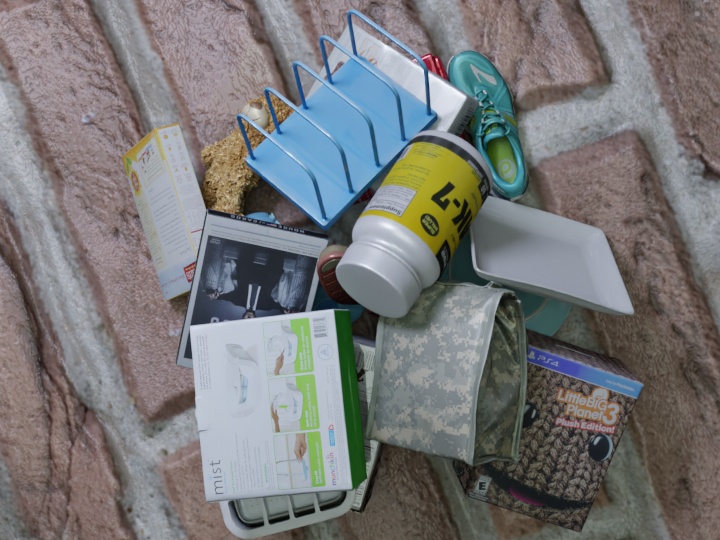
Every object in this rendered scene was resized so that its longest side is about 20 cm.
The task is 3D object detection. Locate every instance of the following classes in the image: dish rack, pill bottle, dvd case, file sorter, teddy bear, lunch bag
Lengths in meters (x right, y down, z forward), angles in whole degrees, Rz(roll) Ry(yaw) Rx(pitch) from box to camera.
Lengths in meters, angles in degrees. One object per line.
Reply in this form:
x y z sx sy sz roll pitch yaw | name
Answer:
-0.099 0.208 1.399 0.170 0.044 0.202 -17 85 13 | dish rack
0.061 -0.052 1.328 0.114 0.114 0.201 31 65 4 | pill bottle
-0.132 0.037 1.400 0.149 0.025 0.202 11 110 -8 | dvd case
-0.029 -0.181 1.355 0.138 0.123 0.200 39 75 22 | file sorter
-0.154 -0.139 1.472 0.067 0.145 0.200 35 100 -33 | teddy bear
0.104 0.109 1.338 0.163 0.117 0.202 6 90 41 | lunch bag

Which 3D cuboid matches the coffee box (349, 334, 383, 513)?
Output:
-0.004 0.189 1.462 0.079 0.113 0.202 14 92 5 | coffee box

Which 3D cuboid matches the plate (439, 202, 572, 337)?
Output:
0.176 0.005 1.461 0.198 0.026 0.203 1 75 -2 | plate

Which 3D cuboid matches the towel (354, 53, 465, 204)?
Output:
0.031 -0.176 1.490 0.198 0.022 0.146 -20 90 14 | towel

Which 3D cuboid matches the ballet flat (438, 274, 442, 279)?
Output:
0.097 -0.061 1.448 0.066 0.057 0.202 8 61 26 | ballet flat

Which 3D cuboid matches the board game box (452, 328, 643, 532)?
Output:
0.225 0.190 1.418 0.158 0.097 0.202 18 101 -10 | board game box

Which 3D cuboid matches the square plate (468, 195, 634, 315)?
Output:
0.215 -0.018 1.388 0.196 0.201 0.029 16 120 -10 | square plate

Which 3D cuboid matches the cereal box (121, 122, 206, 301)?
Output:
-0.238 -0.070 1.470 0.039 0.143 0.202 -17 90 -31 | cereal box

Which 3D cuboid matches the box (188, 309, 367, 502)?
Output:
-0.094 0.153 1.328 0.174 0.097 0.202 -8 86 11 | box

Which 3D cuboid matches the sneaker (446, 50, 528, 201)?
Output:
0.167 -0.185 1.461 0.077 0.080 0.202 -22 88 5 | sneaker

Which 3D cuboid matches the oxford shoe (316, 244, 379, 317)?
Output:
0.000 0.000 1.426 0.070 0.200 0.075 -23 63 18 | oxford shoe

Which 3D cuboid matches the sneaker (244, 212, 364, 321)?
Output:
-0.085 -0.011 1.490 0.199 0.131 0.080 31 106 -32 | sneaker

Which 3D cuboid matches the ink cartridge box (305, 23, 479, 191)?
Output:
0.027 -0.194 1.466 0.199 0.047 0.161 37 103 24 | ink cartridge box
